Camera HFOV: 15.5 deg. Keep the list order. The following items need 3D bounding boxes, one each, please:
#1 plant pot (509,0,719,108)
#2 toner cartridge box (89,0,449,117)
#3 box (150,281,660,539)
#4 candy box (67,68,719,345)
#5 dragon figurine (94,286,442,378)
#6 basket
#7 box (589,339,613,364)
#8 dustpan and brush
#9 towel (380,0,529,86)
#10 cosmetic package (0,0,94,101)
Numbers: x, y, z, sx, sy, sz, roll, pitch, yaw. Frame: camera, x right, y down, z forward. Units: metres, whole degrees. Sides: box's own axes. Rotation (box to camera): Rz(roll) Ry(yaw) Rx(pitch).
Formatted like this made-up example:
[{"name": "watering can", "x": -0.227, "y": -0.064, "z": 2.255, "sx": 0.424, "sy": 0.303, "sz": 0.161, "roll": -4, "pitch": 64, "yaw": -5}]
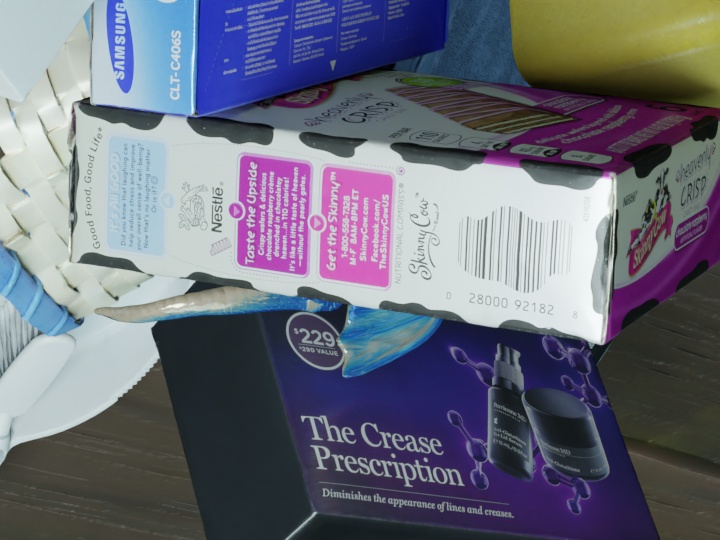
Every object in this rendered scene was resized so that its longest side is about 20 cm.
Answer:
[{"name": "plant pot", "x": 0.162, "y": -0.135, "z": 0.998, "sx": 0.176, "sy": 0.201, "sz": 0.200, "roll": -19, "pitch": 152, "yaw": 33}, {"name": "toner cartridge box", "x": -0.026, "y": -0.116, "z": 0.943, "sx": 0.043, "sy": 0.095, "sz": 0.200, "roll": 8, "pitch": -166, "yaw": 25}, {"name": "box", "x": 0.021, "y": 0.075, "z": 1.173, "sx": 0.200, "sy": 0.141, "sz": 0.079, "roll": 10, "pitch": 137, "yaw": -38}, {"name": "candy box", "x": 0.016, "y": -0.031, "z": 0.930, "sx": 0.199, "sy": 0.061, "sz": 0.136, "roll": 8, "pitch": -165, "yaw": 22}, {"name": "dragon figurine", "x": 0.000, "y": 0.000, "z": 1.061, "sx": 0.200, "sy": 0.059, "sz": 0.100, "roll": -32, "pitch": 144, "yaw": -9}, {"name": "basket", "x": -0.157, "y": -0.047, "z": 1.044, "sx": 0.199, "sy": 0.139, "sz": 0.176, "roll": -24, "pitch": 149, "yaw": 1}, {"name": "box", "x": 0.033, "y": 0.062, "z": 1.406, "sx": 0.158, "sy": 0.046, "sz": 0.200, "roll": -2, "pitch": 148, "yaw": -20}, {"name": "dustpan and brush", "x": -0.173, "y": 0.060, "z": 1.299, "sx": 0.139, "sy": 0.057, "sz": 0.200, "roll": 4, "pitch": 146, "yaw": -28}, {"name": "towel", "x": 0.078, "y": -0.102, "z": 1.117, "sx": 0.200, "sy": 0.049, "sz": 0.112, "roll": 12, "pitch": 106, "yaw": -40}, {"name": "cosmetic package", "x": -0.196, "y": -0.137, "z": 0.828, "sx": 0.200, "sy": 0.052, "sz": 0.151, "roll": 20, "pitch": 160, "yaw": 34}]
